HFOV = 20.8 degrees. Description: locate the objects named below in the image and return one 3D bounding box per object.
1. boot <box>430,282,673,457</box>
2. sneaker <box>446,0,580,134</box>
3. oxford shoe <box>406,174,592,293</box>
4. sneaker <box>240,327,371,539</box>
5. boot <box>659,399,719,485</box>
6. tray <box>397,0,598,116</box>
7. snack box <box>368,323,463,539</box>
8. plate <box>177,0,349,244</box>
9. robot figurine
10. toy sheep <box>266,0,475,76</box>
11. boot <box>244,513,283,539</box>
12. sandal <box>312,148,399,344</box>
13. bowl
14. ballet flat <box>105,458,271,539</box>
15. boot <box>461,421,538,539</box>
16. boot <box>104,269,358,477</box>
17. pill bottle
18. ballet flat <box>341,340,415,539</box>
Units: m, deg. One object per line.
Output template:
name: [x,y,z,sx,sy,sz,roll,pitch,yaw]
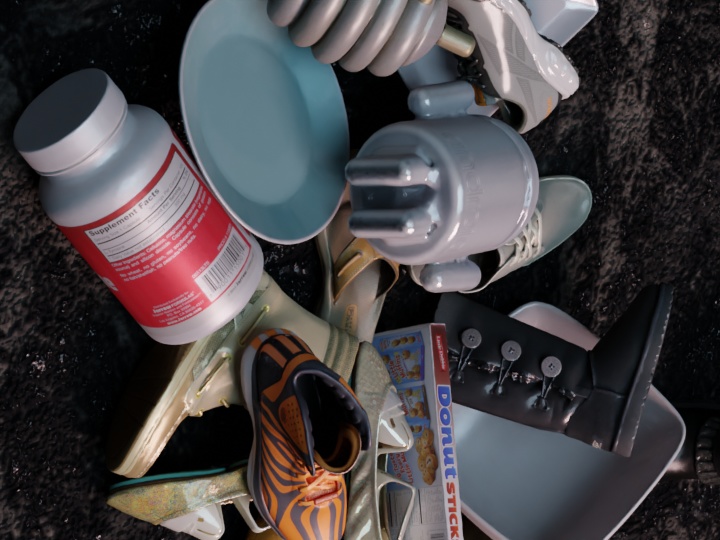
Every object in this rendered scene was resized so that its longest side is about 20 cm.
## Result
boot: [0.159,0.059,1.700,0.066,0.198,0.166,86,22,-64]
sneaker: [0.104,-0.186,1.607,0.080,0.074,0.200,-51,126,-5]
oxford shoe: [0.131,-0.029,1.711,0.199,0.058,0.076,-21,113,-31]
sneaker: [-0.037,0.151,1.512,0.077,0.112,0.201,-25,119,-20]
boot: [0.324,0.174,1.846,0.210,0.157,0.080,-8,109,-33]
tray: [0.114,-0.202,1.666,0.200,0.022,0.108,-44,124,-17]
snack box: [0.046,0.149,1.646,0.024,0.072,0.202,6,76,-48]
plate: [-0.078,-0.118,1.513,0.199,0.025,0.202,19,65,-49]
robot figurine: [0.069,-0.066,1.581,0.199,0.112,0.171,-13,105,-53]
toy sheep: [0.003,-0.217,1.508,0.199,0.138,0.139,28,87,-11]
boot: [-0.019,0.268,1.681,0.200,0.071,0.145,28,80,-26]
sandal: [0.000,0.000,1.626,0.080,0.054,0.202,-3,106,-35]
bowl: [0.159,0.153,1.728,0.200,0.200,0.075,-45,167,-19]
ballet flat: [-0.105,0.184,1.585,0.198,0.071,0.071,-11,111,-26]
boot: [0.132,0.215,1.775,0.073,0.075,0.201,35,82,-35]
boot: [-0.100,0.103,1.567,0.155,0.073,0.201,36,76,-28]
pill bottle: [-0.166,-0.048,1.457,0.112,0.112,0.200,-46,125,-15]
ballet flat: [0.017,0.160,1.625,0.067,0.062,0.202,-5,99,-78]
